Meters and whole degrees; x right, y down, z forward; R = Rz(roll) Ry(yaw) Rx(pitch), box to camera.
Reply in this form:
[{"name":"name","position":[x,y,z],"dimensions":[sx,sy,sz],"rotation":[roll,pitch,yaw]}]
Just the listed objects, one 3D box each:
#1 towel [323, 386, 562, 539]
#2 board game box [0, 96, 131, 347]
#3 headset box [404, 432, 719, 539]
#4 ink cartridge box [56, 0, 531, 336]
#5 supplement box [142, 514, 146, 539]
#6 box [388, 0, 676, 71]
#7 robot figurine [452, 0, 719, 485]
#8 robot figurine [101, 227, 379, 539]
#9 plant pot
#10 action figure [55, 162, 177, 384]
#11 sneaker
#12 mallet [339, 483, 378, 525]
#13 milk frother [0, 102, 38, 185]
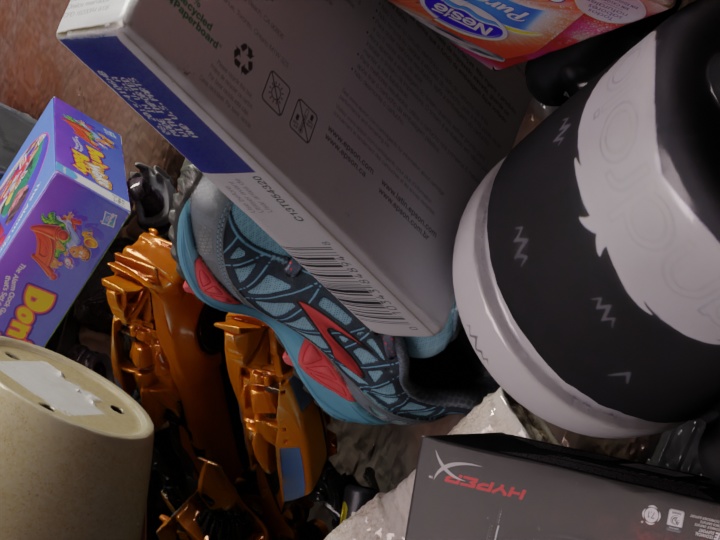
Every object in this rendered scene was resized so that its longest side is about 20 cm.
[{"name":"towel","position":[0.065,0.163,0.856],"dimensions":[0.133,0.034,0.200],"rotation":[-42,68,19]},{"name":"board game box","position":[-0.196,0.018,1.146],"dimensions":[0.200,0.045,0.134],"rotation":[-56,18,13]},{"name":"headset box","position":[0.085,0.170,0.782],"dimensions":[0.149,0.077,0.200],"rotation":[11,92,29]},{"name":"ink cartridge box","position":[-0.002,-0.109,0.785],"dimensions":[0.043,0.196,0.200],"rotation":[-1,58,39]},{"name":"supplement box","position":[-0.172,0.136,1.178],"dimensions":[0.200,0.086,0.111],"rotation":[-147,57,-73]},{"name":"box","position":[0.071,-0.183,0.747],"dimensions":[0.100,0.095,0.200],"rotation":[-15,50,57]},{"name":"robot figurine","position":[0.118,-0.018,0.748],"dimensions":[0.200,0.125,0.150],"rotation":[-40,29,50]},{"name":"robot figurine","position":[-0.061,0.082,1.023],"dimensions":[0.145,0.058,0.200],"rotation":[18,131,33]},{"name":"plant pot","position":[-0.180,0.138,0.981],"dimensions":[0.187,0.187,0.200],"rotation":[39,106,47]},{"name":"action figure","position":[-0.109,0.009,1.131],"dimensions":[0.200,0.069,0.130],"rotation":[7,84,49]},{"name":"sneaker","position":[0.000,0.000,0.896],"dimensions":[0.095,0.200,0.079],"rotation":[6,65,35]},{"name":"mallet","position":[-0.023,0.198,0.985],"dimensions":[0.066,0.041,0.200],"rotation":[155,127,-73]},{"name":"milk frother","position":[-0.297,-0.026,1.274],"dimensions":[0.188,0.200,0.181],"rotation":[-63,31,17]}]
